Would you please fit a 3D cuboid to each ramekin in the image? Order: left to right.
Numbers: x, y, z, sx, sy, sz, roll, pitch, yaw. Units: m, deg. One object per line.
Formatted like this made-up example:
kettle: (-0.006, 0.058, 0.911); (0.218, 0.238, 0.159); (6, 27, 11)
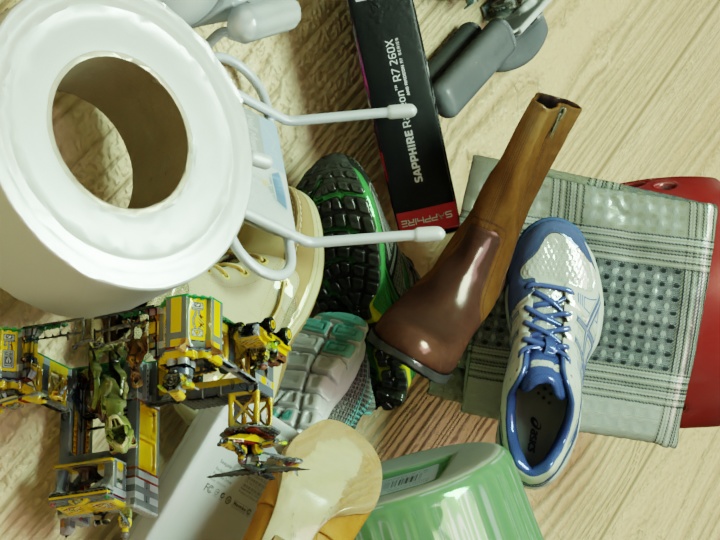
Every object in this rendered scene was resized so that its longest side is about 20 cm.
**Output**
ramekin: (0.032, 0.193, 1.702); (0.200, 0.200, 0.098); (-23, 98, -53)

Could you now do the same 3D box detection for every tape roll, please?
tape roll: (-0.165, -0.075, 1.491); (0.202, 0.071, 0.203); (15, 64, -35)

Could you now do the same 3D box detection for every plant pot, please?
plant pot: (0.200, 0.029, 1.924); (0.200, 0.182, 0.201); (176, -90, -89)

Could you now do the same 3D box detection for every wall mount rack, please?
wall mount rack: (-0.037, -0.079, 1.652); (0.173, 0.075, 0.200); (24, 41, -37)

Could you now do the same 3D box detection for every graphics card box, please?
graphics card box: (0.030, -0.133, 1.799); (0.125, 0.051, 0.201); (-91, 170, -76)

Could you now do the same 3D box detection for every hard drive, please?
hard drive: (-0.102, 0.187, 1.585); (0.132, 0.027, 0.200); (37, 80, -47)

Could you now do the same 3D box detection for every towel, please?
towel: (0.157, 0.024, 1.811); (0.035, 0.199, 0.193); (-26, 126, -86)

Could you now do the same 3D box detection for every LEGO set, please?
LEGO set: (-0.139, 0.097, 1.471); (0.154, 0.199, 0.116); (48, 38, -64)

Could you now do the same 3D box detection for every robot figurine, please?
robot figurine: (-0.106, -0.219, 1.603); (0.170, 0.113, 0.200); (49, 33, 16)

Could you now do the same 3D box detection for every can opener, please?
can opener: (0.104, -0.168, 1.954); (0.200, 0.053, 0.067); (-50, 126, -44)

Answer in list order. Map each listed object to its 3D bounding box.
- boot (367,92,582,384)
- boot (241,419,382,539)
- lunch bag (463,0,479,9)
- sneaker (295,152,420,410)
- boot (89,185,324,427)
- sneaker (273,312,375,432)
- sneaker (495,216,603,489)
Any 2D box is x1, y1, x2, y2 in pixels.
boot: (0.090, -0.026, 1.692); (0.200, 0.068, 0.188); (-62, 164, 18)
boot: (-0.061, 0.193, 1.559); (0.071, 0.144, 0.201); (35, 31, -4)
lunch bag: (0.096, -0.311, 1.935); (0.160, 0.077, 0.201); (-7, 93, -56)
sneaker: (0.000, 0.000, 1.784); (0.085, 0.078, 0.200); (-56, 140, -50)
boot: (-0.104, 0.000, 1.628); (0.155, 0.073, 0.200); (43, 56, -43)
sneaker: (-0.041, 0.122, 1.707); (0.200, 0.077, 0.091); (-51, 136, -38)
sneaker: (0.140, 0.060, 1.756); (0.088, 0.075, 0.201); (51, 43, -88)
